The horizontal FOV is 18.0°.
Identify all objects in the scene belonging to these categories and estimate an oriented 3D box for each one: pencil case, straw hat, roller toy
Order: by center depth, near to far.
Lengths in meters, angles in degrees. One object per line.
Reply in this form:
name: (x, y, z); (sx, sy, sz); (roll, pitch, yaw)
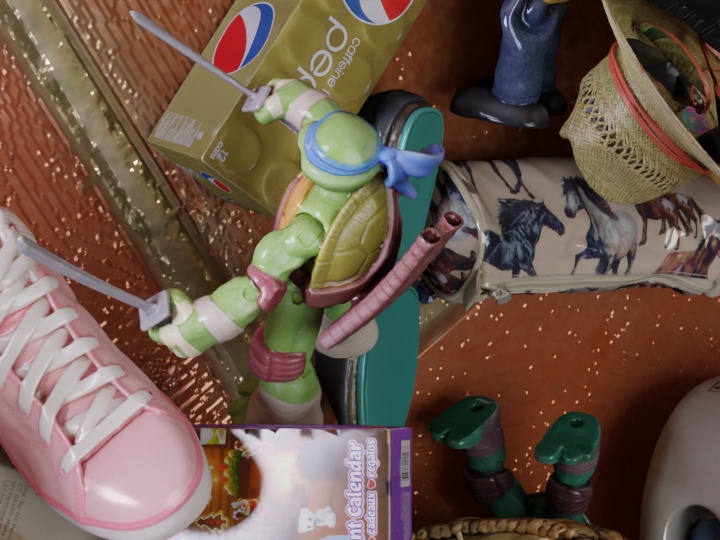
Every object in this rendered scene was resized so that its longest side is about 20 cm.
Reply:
straw hat: (0.156, -0.081, 1.242); (0.085, 0.201, 0.201); (-36, 126, 24)
pencil case: (0.122, -0.020, 1.289); (0.199, 0.078, 0.090); (-1, 67, -32)
roller toy: (0.254, 0.153, 1.362); (0.182, 0.139, 0.200); (47, 55, -47)

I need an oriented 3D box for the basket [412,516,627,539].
basket: (0.073, 0.212, 1.254); (0.149, 0.200, 0.143); (19, 55, -62)

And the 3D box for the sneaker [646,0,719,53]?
sneaker: (0.155, -0.189, 1.209); (0.076, 0.088, 0.200); (-40, 140, 12)

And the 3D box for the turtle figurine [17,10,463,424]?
turtle figurine: (-0.056, -0.017, 1.092); (0.199, 0.144, 0.194); (-6, 140, -4)

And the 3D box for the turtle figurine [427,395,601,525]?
turtle figurine: (0.099, 0.171, 1.315); (0.149, 0.101, 0.201); (-3, 119, 10)

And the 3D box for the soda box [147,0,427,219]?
soda box: (-0.023, -0.127, 1.184); (0.068, 0.064, 0.200); (36, 81, -34)

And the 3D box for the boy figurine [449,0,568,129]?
boy figurine: (0.092, -0.178, 1.217); (0.124, 0.064, 0.201); (-40, 138, -63)

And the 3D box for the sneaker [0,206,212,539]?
sneaker: (-0.152, 0.041, 1.049); (0.075, 0.200, 0.105); (-40, 147, -10)

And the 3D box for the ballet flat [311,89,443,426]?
ballet flat: (0.000, 0.000, 1.228); (0.073, 0.073, 0.201); (2, 99, -32)

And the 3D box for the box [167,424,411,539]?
box: (-0.045, 0.173, 1.078); (0.039, 0.136, 0.201); (9, 80, -72)

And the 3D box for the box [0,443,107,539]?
box: (-0.143, 0.137, 1.154); (0.200, 0.095, 0.078); (19, 92, -33)
